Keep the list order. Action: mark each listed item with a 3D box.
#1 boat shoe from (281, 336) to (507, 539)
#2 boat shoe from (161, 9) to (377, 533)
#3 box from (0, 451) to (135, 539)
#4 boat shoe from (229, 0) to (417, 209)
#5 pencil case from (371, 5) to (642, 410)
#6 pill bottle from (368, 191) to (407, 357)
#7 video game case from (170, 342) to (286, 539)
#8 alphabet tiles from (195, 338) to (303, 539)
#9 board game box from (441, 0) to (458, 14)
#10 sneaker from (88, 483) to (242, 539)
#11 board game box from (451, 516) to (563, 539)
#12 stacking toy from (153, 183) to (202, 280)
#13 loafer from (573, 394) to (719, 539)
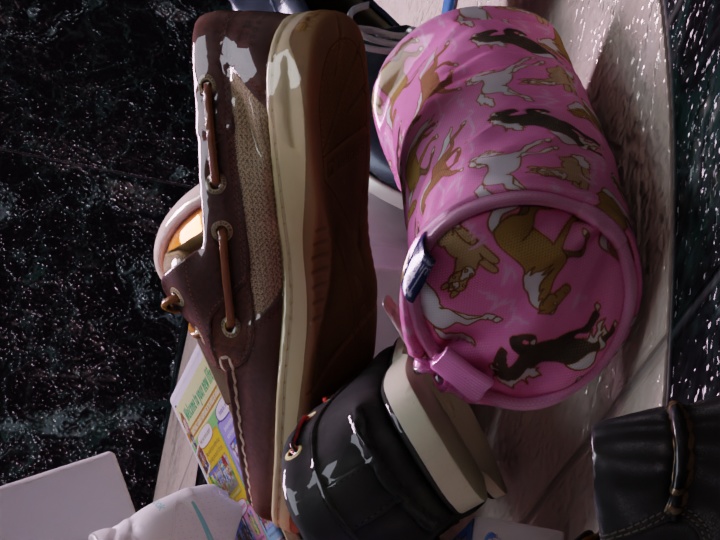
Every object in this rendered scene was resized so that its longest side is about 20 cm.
[{"bbox_3d":[0.013,0.068,0.823,0.074,0.063,0.201,58,-173,3],"label":"boat shoe"},{"bbox_3d":[-0.039,-0.001,0.837,0.072,0.072,0.201,-39,-48,-61],"label":"boat shoe"},{"bbox_3d":[-0.149,0.216,1.180,0.124,0.097,0.201,121,130,-67],"label":"box"},{"bbox_3d":[0.010,-0.085,0.973,0.200,0.075,0.062,46,122,43],"label":"boat shoe"},{"bbox_3d":[0.048,-0.029,0.804,0.200,0.086,0.083,-93,-1,-64],"label":"pencil case"},{"bbox_3d":[0.000,0.000,1.006,0.200,0.112,0.113,-96,18,-68],"label":"pill bottle"},{"bbox_3d":[-0.042,0.124,1.128,0.183,0.022,0.200,64,165,8],"label":"video game case"},{"bbox_3d":[-0.028,0.080,0.995,0.167,0.006,0.200,65,-173,11],"label":"alphabet tiles"},{"bbox_3d":[0.070,-0.183,1.044,0.158,0.039,0.201,102,178,-64],"label":"board game box"},{"bbox_3d":[-0.051,0.196,1.078,0.201,0.080,0.070,62,163,-11],"label":"sneaker"},{"bbox_3d":[0.027,0.183,0.836,0.200,0.034,0.135,120,159,-67],"label":"board game box"},{"bbox_3d":[-0.028,0.051,1.179,0.146,0.145,0.201,112,152,-54],"label":"stacking toy"},{"bbox_3d":[0.065,0.090,0.547,0.200,0.072,0.073,108,168,-47],"label":"loafer"}]
